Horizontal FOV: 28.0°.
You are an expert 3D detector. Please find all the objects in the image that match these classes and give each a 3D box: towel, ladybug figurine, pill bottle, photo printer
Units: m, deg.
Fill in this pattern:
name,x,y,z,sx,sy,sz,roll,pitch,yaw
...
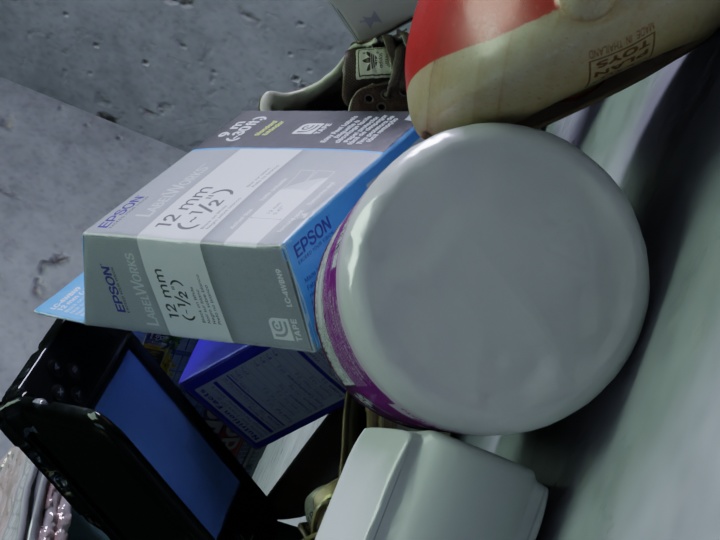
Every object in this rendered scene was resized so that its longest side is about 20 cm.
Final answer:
name,x,y,z,sx,sy,sz,roll,pitch,yaw
towel,-0.214,0.167,0.887,0.191,0.032,0.200,-55,22,40
ladybug figurine,0.075,-0.101,0.560,0.136,0.072,0.200,-24,-1,-1
pill bottle,0.038,0.011,0.594,0.200,0.112,0.112,136,155,-82
photo printer,0.000,0.164,0.579,0.166,0.069,0.200,137,155,-82

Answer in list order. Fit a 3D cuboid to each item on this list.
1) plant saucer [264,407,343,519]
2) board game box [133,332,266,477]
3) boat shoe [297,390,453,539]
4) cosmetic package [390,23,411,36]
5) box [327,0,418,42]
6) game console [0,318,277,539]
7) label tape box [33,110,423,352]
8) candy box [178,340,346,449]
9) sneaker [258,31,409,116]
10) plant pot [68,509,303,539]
name,x,y,z,sx,sy,sz,roll,pitch,yaw
plant saucer,0.001,0.094,0.976,0.200,0.032,0.200,-52,-3,-4
board game box,-0.100,0.088,1.018,0.062,0.200,0.200,46,120,43
boat shoe,0.001,0.134,0.765,0.200,0.066,0.074,-75,8,-48
cosmetic package,0.062,-0.157,1.020,0.200,0.102,0.074,-54,7,14
box,0.019,-0.221,0.868,0.068,0.082,0.200,-24,29,23
game console,-0.089,0.113,0.787,0.116,0.200,0.176,-24,24,28
label tape box,-0.070,-0.029,0.773,0.143,0.200,0.066,-45,-50,-42
candy box,0.000,0.000,0.891,0.200,0.077,0.169,-29,26,32
sneaker,0.030,-0.099,0.800,0.200,0.075,0.071,-22,57,35
plant pot,-0.119,0.231,0.941,0.141,0.200,0.141,-87,19,-78
